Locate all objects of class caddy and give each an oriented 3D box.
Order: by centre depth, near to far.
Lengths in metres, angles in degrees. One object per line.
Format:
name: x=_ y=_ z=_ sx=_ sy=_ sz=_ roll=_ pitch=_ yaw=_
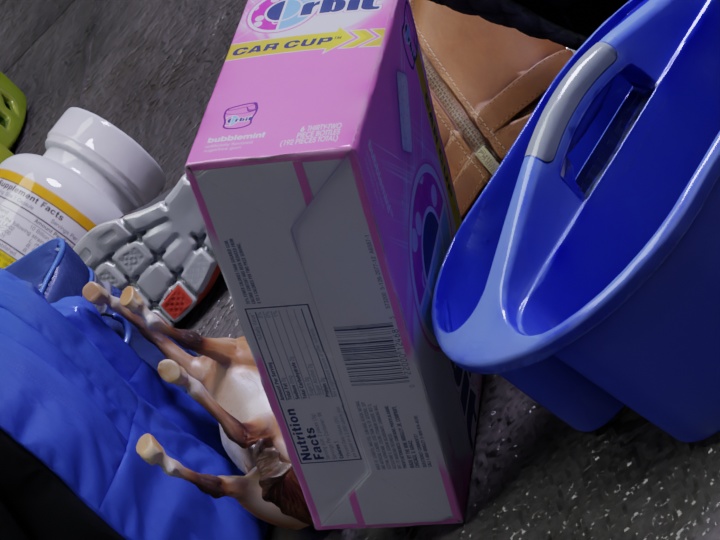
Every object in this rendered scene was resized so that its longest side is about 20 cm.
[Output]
caddy: x=0.107 y=-0.033 z=0.726 sx=0.201 sy=0.105 sz=0.141 roll=-57 pitch=24 yaw=-18

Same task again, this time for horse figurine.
horse figurine: x=-0.052 y=0.063 z=0.883 sx=0.050 sy=0.132 sz=0.200 roll=-51 pitch=33 yaw=11

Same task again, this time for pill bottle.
pill bottle: x=-0.218 y=-0.005 z=1.289 sx=0.201 sy=0.113 sz=0.113 roll=-56 pitch=23 yaw=-15

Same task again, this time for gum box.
gum box: x=0.000 y=0.000 z=0.775 sx=0.065 sy=0.201 sz=0.114 roll=-4 pitch=39 yaw=16

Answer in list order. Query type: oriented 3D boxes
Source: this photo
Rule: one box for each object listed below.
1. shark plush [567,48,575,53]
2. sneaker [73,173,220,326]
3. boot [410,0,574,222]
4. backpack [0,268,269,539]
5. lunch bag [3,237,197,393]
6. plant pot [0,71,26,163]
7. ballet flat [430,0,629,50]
shark plush: x=0.062 y=-0.057 z=0.961 sx=0.083 sy=0.090 sz=0.202 roll=131 pitch=147 yaw=-60
sneaker: x=-0.098 y=-0.024 z=1.181 sx=0.199 sy=0.077 sz=0.082 roll=-38 pitch=-2 yaw=25
boot: x=0.069 y=-0.103 z=0.861 sx=0.200 sy=0.077 sz=0.156 roll=-47 pitch=63 yaw=13
backpack: x=-0.163 y=0.098 z=0.903 sx=0.162 sy=0.200 sz=0.168 roll=-38 pitch=24 yaw=26
lunch bag: x=-0.195 y=0.075 z=1.091 sx=0.199 sy=0.132 sz=0.137 roll=-30 pitch=29 yaw=40
plant pot: x=-0.431 y=-0.116 z=1.775 sx=0.200 sy=0.199 sz=0.182 roll=-44 pitch=29 yaw=11
ballet flat: x=0.095 y=-0.116 z=0.801 sx=0.057 sy=0.198 sz=0.067 roll=-88 pitch=10 yaw=-73
